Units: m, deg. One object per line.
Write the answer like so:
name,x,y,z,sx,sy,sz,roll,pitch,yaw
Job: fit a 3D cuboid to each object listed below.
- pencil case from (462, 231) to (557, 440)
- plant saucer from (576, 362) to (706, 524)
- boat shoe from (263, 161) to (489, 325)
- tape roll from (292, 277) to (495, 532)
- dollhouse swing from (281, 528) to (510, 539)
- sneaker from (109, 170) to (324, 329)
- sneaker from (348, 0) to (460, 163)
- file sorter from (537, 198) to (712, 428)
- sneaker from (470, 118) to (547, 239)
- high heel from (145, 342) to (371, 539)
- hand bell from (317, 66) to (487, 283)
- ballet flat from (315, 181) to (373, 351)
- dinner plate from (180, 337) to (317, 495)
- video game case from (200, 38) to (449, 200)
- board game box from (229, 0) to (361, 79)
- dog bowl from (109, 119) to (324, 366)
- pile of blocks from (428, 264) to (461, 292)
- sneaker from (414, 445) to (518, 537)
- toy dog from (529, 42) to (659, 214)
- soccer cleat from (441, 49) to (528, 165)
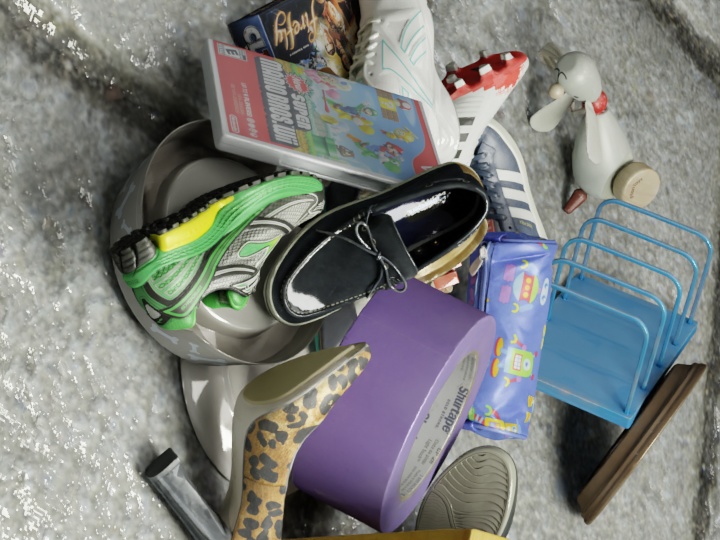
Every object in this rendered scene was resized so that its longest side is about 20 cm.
pencil case,0.130,0.057,1.826,0.087,0.078,0.200,9,88,-40
plant saucer,0.277,0.168,1.968,0.029,0.200,0.200,37,40,7
boat shoe,0.015,-0.020,1.531,0.200,0.062,0.075,-29,111,-10
tape roll,0.029,0.109,1.615,0.200,0.085,0.200,-55,163,-26
dollhouse swing,0.034,0.294,1.560,0.176,0.200,0.182,50,44,-40
sneaker,-0.099,-0.017,1.476,0.200,0.078,0.085,-31,104,-40
sneaker,0.025,-0.186,1.744,0.080,0.070,0.201,-10,76,-27
file sorter,0.251,0.034,1.948,0.200,0.139,0.123,-44,152,-50
sneaker,0.124,-0.061,1.894,0.200,0.075,0.085,60,35,-23
high heel,-0.049,0.152,1.524,0.143,0.200,0.071,55,0,-23
hand bell,0.013,-0.092,1.669,0.104,0.104,0.200,3,49,-53
ballet flat,0.000,0.000,1.691,0.073,0.073,0.200,36,45,-43
dinner plate,-0.075,0.087,1.623,0.200,0.024,0.200,22,61,-49
video game case,-0.030,-0.119,1.598,0.200,0.017,0.143,15,34,-21
board game box,-0.027,-0.191,1.761,0.200,0.035,0.136,-39,112,-51
dog bowl,-0.113,-0.016,1.550,0.200,0.059,0.200,22,58,-40
pile of blocks,0.053,0.012,1.787,0.082,0.062,0.200,47,45,-36
sneaker,0.096,0.227,1.725,0.106,0.075,0.200,-31,145,-60
toy dog,0.228,-0.133,2.048,0.096,0.132,0.200,-40,113,-9
soccer cleat,0.087,-0.132,1.831,0.200,0.069,0.085,-40,118,-23
